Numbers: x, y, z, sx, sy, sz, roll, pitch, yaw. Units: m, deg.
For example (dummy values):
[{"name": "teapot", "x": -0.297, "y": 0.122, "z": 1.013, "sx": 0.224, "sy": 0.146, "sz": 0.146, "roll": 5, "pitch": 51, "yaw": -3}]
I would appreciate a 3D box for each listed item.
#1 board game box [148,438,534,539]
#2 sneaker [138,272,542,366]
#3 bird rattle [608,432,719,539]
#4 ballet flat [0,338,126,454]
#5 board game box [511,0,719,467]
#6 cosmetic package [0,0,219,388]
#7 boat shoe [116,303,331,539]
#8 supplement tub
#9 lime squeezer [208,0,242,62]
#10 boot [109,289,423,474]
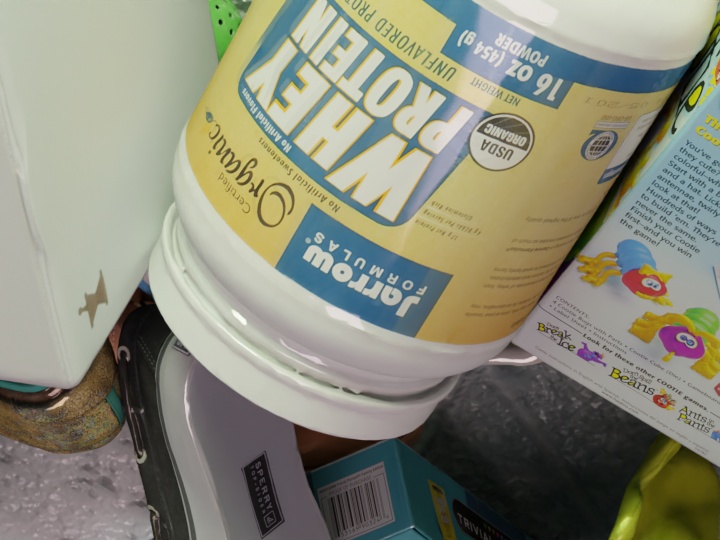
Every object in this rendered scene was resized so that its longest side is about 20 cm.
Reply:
[{"name": "board game box", "x": 0.001, "y": 0.155, "z": 1.166, "sx": 0.150, "sy": 0.047, "sz": 0.200, "roll": -24, "pitch": 147, "yaw": 19}, {"name": "sneaker", "x": 0.000, "y": 0.000, "z": 1.034, "sx": 0.199, "sy": 0.087, "sz": 0.075, "roll": 11, "pitch": 98, "yaw": -32}, {"name": "bird rattle", "x": 0.098, "y": 0.168, "z": 1.100, "sx": 0.200, "sy": 0.113, "sz": 0.163, "roll": -37, "pitch": 161, "yaw": 14}, {"name": "ballet flat", "x": -0.174, "y": 0.029, "z": 1.068, "sx": 0.199, "sy": 0.071, "sz": 0.071, "roll": 20, "pitch": 137, "yaw": 35}, {"name": "board game box", "x": 0.152, "y": -0.034, "z": 0.911, "sx": 0.105, "sy": 0.103, "sz": 0.200, "roll": 31, "pitch": 142, "yaw": -4}, {"name": "cosmetic package", "x": -0.176, "y": -0.079, "z": 0.939, "sx": 0.199, "sy": 0.167, "sz": 0.168, "roll": 7, "pitch": 130, "yaw": 18}, {"name": "boat shoe", "x": -0.055, "y": 0.102, "z": 1.039, "sx": 0.056, "sy": 0.068, "sz": 0.201, "roll": 18, "pitch": 125, "yaw": 43}, {"name": "supplement tub", "x": 0.020, "y": -0.054, "z": 0.901, "sx": 0.144, "sy": 0.145, "sz": 0.201, "roll": 23, "pitch": 119, "yaw": -14}, {"name": "lime squeezer", "x": -0.092, "y": -0.098, "z": 1.040, "sx": 0.199, "sy": 0.038, "sz": 0.071, "roll": 18, "pitch": 158, "yaw": -11}, {"name": "boot", "x": -0.062, "y": 0.010, "z": 1.091, "sx": 0.199, "sy": 0.074, "sz": 0.155, "roll": 6, "pitch": 124, "yaw": -5}]
